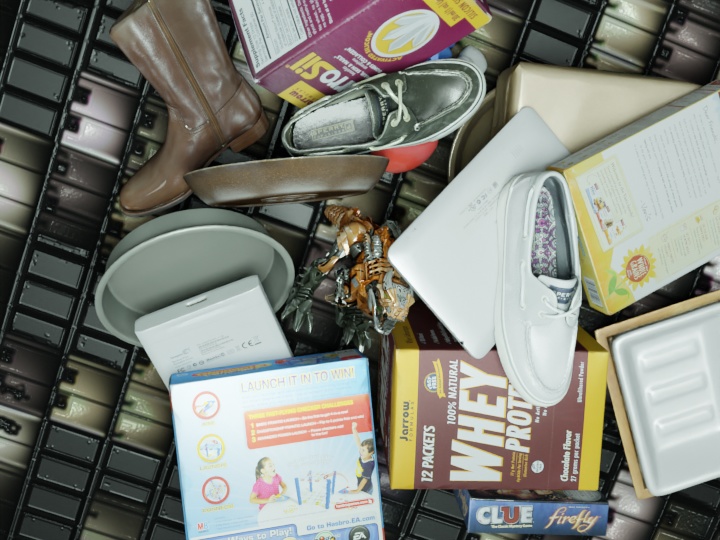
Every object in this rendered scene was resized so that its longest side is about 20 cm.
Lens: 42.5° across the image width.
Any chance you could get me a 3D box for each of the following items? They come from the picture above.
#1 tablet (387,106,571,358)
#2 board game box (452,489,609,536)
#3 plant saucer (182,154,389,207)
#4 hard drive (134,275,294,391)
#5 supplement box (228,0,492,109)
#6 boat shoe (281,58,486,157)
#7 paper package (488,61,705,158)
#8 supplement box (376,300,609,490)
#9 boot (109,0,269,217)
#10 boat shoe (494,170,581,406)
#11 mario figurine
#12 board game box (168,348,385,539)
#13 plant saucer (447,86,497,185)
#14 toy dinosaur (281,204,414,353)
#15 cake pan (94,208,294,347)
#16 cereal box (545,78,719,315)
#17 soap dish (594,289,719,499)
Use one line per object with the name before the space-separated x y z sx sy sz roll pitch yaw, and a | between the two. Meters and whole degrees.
tablet | 0.128 -0.036 0.832 0.200 0.014 0.130 -45 100 -14
board game box | 0.159 0.209 0.951 0.132 0.200 0.035 2 101 -4
plant saucer | -0.068 -0.082 0.879 0.196 0.200 0.033 -6 92 -2
hard drive | -0.132 0.107 0.958 0.130 0.027 0.202 -20 127 0
supplement box | -0.001 -0.242 0.845 0.198 0.130 0.105 -27 70 24
boat shoe | 0.023 -0.143 0.849 0.196 0.064 0.072 -20 92 5
paper package | 0.225 -0.099 0.917 0.196 0.104 0.195 6 101 -4
supplement box | 0.121 0.118 0.932 0.195 0.197 0.136 1 101 -3
boot | -0.193 -0.163 0.869 0.185 0.064 0.201 -38 145 -7
boat shoe | 0.161 0.014 0.795 0.071 0.068 0.205 4 84 -17
mario figurine | 0.052 -0.199 0.942 0.122 0.106 0.204 16 90 30
board game box | -0.082 0.192 0.923 0.196 0.056 0.200 -6 96 -10
plant saucer | 0.187 -0.104 0.980 0.195 0.029 0.205 -1 100 -3
toy dinosaur | 0.000 0.000 0.905 0.101 0.201 0.137 29 113 -10
cake pan | -0.164 0.009 0.919 0.196 0.037 0.202 -13 145 -9
cereal box | 0.279 -0.069 0.845 0.197 0.039 0.146 -26 107 -11
soap dish | 0.346 0.131 1.008 0.154 0.081 0.204 -17 102 0
